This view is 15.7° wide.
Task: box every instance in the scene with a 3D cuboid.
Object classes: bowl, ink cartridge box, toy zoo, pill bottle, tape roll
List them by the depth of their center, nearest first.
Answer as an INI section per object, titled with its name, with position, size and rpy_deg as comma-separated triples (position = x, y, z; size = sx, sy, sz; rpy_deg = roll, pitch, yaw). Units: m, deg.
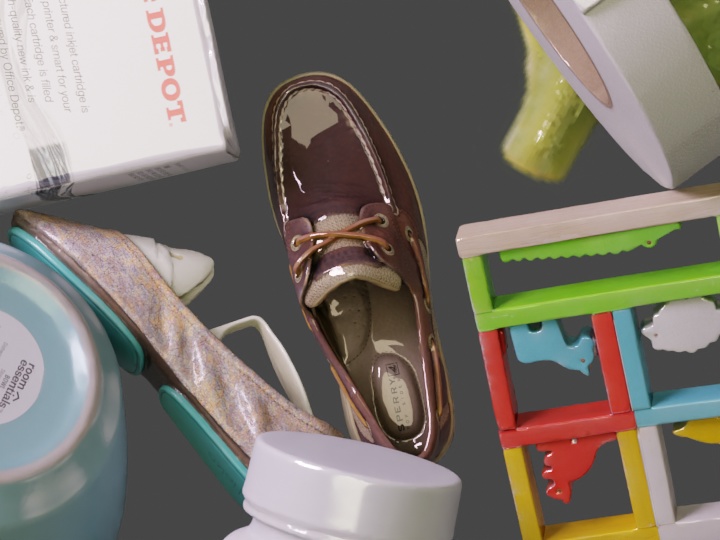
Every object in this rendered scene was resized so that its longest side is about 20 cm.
[pill bottle]
position = -0.019, 0.181, 1.171
size = 0.113, 0.114, 0.201
rpy_deg = 12, 95, 2
[tape roll]
position = 0.097, -0.127, 1.175
size = 0.037, 0.203, 0.203
rpy_deg = -35, 87, 0
[bowl]
position = -0.187, 0.064, 1.176
size = 0.200, 0.105, 0.202
rpy_deg = 11, 60, -19
[toy zoo]
position = 0.128, 0.064, 1.219
size = 0.131, 0.020, 0.201
rpy_deg = -9, 110, 12
[ink cartridge box]
position = -0.167, -0.103, 1.240
size = 0.199, 0.084, 0.145
rpy_deg = -12, 87, 2

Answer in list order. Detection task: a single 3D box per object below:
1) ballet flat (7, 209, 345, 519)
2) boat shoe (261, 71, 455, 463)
[ballet flat]
position = -0.083, 0.033, 1.248
size = 0.067, 0.068, 0.200
rpy_deg = -41, 89, -21
[boat shoe]
position = 0.000, 0.000, 1.236
size = 0.072, 0.072, 0.201
rpy_deg = -13, 87, 1
